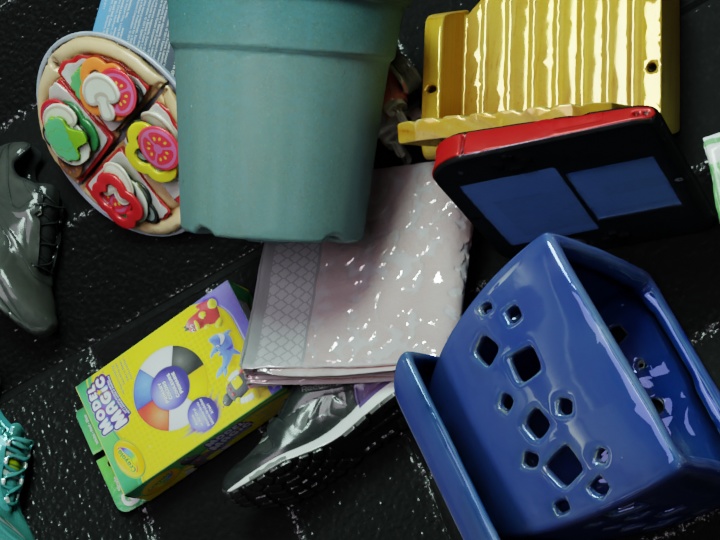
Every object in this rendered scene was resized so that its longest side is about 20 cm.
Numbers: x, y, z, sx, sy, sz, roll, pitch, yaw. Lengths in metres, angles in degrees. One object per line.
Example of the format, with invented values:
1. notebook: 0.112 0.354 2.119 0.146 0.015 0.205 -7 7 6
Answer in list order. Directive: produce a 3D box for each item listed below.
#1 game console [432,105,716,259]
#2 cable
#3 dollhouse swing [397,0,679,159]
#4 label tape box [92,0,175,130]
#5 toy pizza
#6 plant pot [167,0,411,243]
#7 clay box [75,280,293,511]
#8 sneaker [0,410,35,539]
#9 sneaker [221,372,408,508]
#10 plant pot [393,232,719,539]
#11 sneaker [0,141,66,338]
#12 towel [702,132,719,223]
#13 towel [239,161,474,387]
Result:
1. game console: 0.163 -0.061 1.268 0.176 0.200 0.031 -6 67 23
2. cable: -0.004 -0.186 1.433 0.050 0.097 0.200 -30 67 -13
3. dollhouse swing: 0.134 -0.171 1.322 0.200 0.176 0.182 -3 76 24
4. label tape box: -0.154 -0.185 1.500 0.200 0.063 0.145 9 82 34
5. toy pizza: -0.214 -0.114 1.472 0.200 0.032 0.201 21 132 26
6. plant pot: -0.065 -0.125 1.333 0.200 0.200 0.197 6 95 25
7. clay box: -0.161 0.112 1.453 0.200 0.048 0.115 -35 66 11
8. sneaker: -0.330 0.174 1.502 0.080 0.078 0.200 -29 67 5
9. sneaker: -0.034 0.119 1.391 0.200 0.076 0.088 -33 57 6
10. plant pot: 0.152 0.111 1.237 0.180 0.200 0.200 -35 66 20
11. sneaker: -0.311 -0.034 1.545 0.091 0.076 0.200 -26 71 9
12. towel: 0.352 -0.030 1.275 0.152 0.023 0.200 -17 71 19
13. towel: 0.000 0.000 1.387 0.191 0.032 0.200 -5 58 24
